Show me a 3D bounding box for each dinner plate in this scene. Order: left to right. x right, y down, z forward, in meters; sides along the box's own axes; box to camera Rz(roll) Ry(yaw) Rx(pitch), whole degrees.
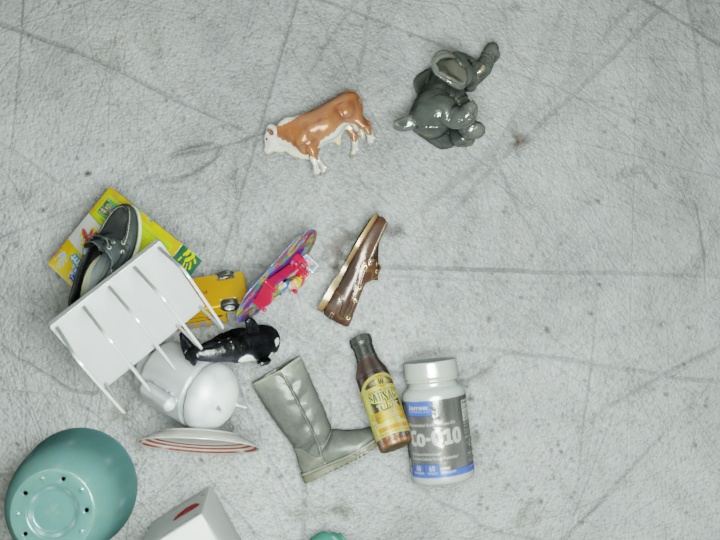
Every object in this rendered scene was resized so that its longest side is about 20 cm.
[{"bbox_3d":[-0.260,0.274,1.233,0.196,0.200,0.025,4,71,-7],"label":"dinner plate"}]

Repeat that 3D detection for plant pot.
[{"bbox_3d":[-0.467,0.365,1.215,0.196,0.161,0.205,0,87,-8],"label":"plant pot"}]

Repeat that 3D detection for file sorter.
[{"bbox_3d":[-0.319,0.084,1.120,0.199,0.124,0.140,-41,128,-17],"label":"file sorter"}]

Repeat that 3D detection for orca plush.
[{"bbox_3d":[-0.204,0.103,1.260,0.197,0.105,0.072,6,110,-38],"label":"orca plush"}]

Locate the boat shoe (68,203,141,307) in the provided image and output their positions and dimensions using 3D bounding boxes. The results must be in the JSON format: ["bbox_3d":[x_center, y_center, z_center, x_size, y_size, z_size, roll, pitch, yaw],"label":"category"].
[{"bbox_3d":[-0.399,-0.020,1.178,0.073,0.066,0.202,11,72,25],"label":"boat shoe"}]

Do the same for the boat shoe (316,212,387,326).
[{"bbox_3d":[0.000,0.000,1.344,0.070,0.070,0.202,29,92,2],"label":"boat shoe"}]

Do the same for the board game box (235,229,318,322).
[{"bbox_3d":[-0.126,0.021,1.278,0.039,0.158,0.201,39,82,8],"label":"board game box"}]

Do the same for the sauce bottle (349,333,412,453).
[{"bbox_3d":[0.029,0.207,1.314,0.065,0.066,0.203,-19,69,-8],"label":"sauce bottle"}]

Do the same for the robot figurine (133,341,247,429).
[{"bbox_3d":[-0.279,0.189,1.249,0.197,0.169,0.115,20,108,28],"label":"robot figurine"}]

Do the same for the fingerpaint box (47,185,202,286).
[{"bbox_3d":[-0.384,-0.012,1.250,0.199,0.073,0.168,34,82,27],"label":"fingerpaint box"}]

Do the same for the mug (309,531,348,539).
[{"bbox_3d":[-0.038,0.515,1.280,0.151,0.186,0.115,39,76,20],"label":"mug"}]

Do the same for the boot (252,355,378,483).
[{"bbox_3d":[-0.070,0.243,1.328,0.179,0.073,0.203,-24,83,-10],"label":"boot"}]

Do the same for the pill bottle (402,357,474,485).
[{"bbox_3d":[0.131,0.257,1.323,0.111,0.114,0.204,-7,87,-8],"label":"pill bottle"}]

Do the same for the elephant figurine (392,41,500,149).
[{"bbox_3d":[0.158,-0.331,1.369,0.140,0.154,0.204,-6,73,35],"label":"elephant figurine"}]

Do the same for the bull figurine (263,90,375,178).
[{"bbox_3d":[-0.072,-0.238,1.351,0.198,0.065,0.123,-30,95,-6],"label":"bull figurine"}]

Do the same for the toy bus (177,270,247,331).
[{"bbox_3d":[-0.288,0.057,1.292,0.196,0.079,0.066,-9,60,-8],"label":"toy bus"}]

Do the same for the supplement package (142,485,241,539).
[{"bbox_3d":[-0.266,0.444,1.216,0.120,0.200,0.121,-30,91,-9],"label":"supplement package"}]
